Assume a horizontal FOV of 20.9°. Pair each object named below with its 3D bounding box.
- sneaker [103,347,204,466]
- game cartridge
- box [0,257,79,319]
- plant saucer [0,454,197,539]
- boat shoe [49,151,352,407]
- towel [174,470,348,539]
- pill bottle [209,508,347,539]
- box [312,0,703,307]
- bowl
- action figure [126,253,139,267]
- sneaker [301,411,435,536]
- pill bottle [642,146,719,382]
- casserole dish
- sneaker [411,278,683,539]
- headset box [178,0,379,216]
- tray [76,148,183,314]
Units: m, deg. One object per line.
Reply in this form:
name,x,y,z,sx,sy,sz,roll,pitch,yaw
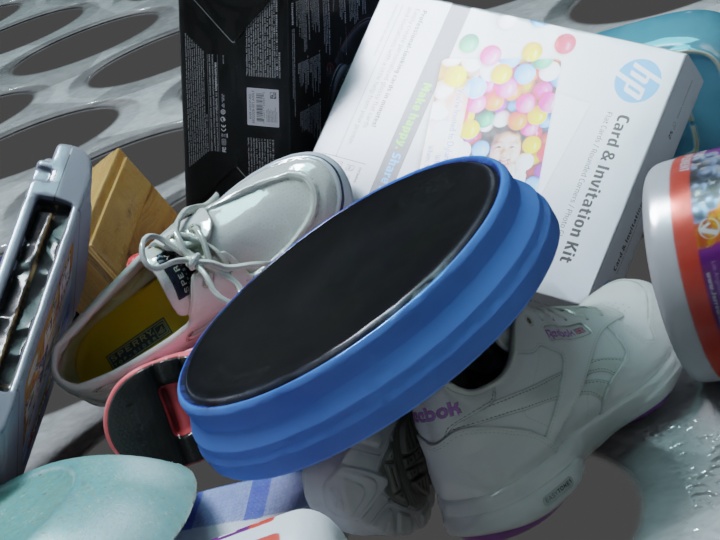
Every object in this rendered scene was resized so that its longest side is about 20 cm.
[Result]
sneaker,-0.047,0.052,1.083,0.200,0.074,0.087,-17,3,-5
game cartridge,-0.191,0.044,1.094,0.041,0.133,0.200,12,57,2
box,-0.298,0.068,1.283,0.141,0.079,0.200,-6,23,41
plant saucer,-0.175,0.142,0.961,0.201,0.039,0.201,-29,15,9
boat shoe,-0.095,0.001,1.088,0.202,0.075,0.086,-36,-15,8
towel,-0.081,0.153,0.916,0.147,0.024,0.200,-14,20,16
pill bottle,-0.087,0.172,0.735,0.200,0.113,0.112,-20,19,2
box,0.074,-0.068,1.112,0.200,0.041,0.156,18,78,29
bowl,-0.001,0.017,0.910,0.200,0.039,0.201,-33,18,12
action figure,-0.048,0.035,1.160,0.200,0.099,0.065,12,27,17
sneaker,-0.010,0.078,0.956,0.099,0.078,0.200,-4,13,13
pill bottle,0.243,-0.019,0.920,0.200,0.112,0.111,-13,20,20
casserole dish,0.152,-0.079,1.153,0.200,0.121,0.039,-14,14,19
sneaker,0.091,0.041,0.926,0.075,0.100,0.200,-15,18,39
headset box,-0.037,-0.126,1.237,0.075,0.149,0.200,7,20,21
tray,-0.152,-0.008,1.296,0.037,0.099,0.200,-37,16,14
